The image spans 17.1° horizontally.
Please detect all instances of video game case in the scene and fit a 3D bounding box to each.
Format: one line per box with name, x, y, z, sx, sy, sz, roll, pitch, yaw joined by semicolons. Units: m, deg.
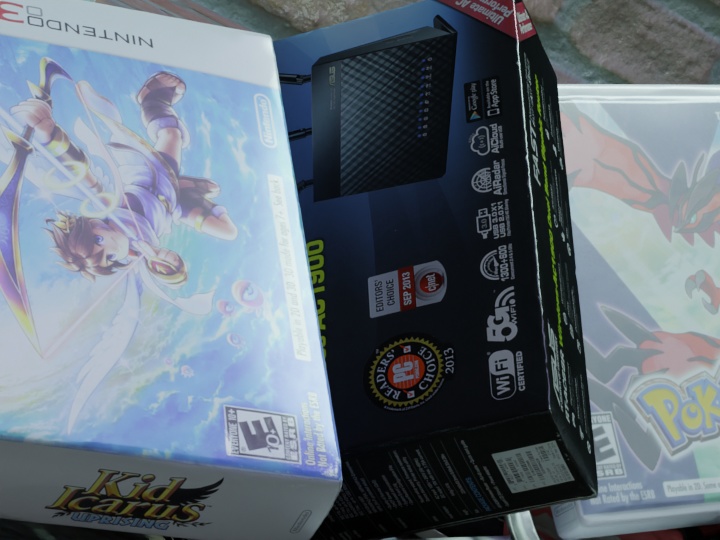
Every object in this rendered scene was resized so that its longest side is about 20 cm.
video game case;0.146;0.011;0.967;0.199;0.183;0.023;-2;-20;-29
video game case;-0.107;-0.010;0.781;0.180;0.046;0.201;8;47;-22

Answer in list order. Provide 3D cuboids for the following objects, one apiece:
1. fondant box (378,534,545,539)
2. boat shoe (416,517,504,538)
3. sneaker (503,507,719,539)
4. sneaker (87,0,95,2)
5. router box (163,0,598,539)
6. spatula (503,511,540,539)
fondant box;0.069;0.152;0.814;0.144;0.058;0.200;33;8;24
boat shoe;0.026;0.077;1.087;0.199;0.066;0.074;30;6;6
sneaker;0.131;0.139;0.955;0.073;0.087;0.200;-7;21;-38
sneaker;-0.153;-0.070;0.961;0.079;0.201;0.131;22;21;-23
router box;0.000;0.000;0.867;0.062;0.149;0.201;58;24;-49
spatula;0.064;0.099;0.843;0.056;0.021;0.200;10;18;-26
